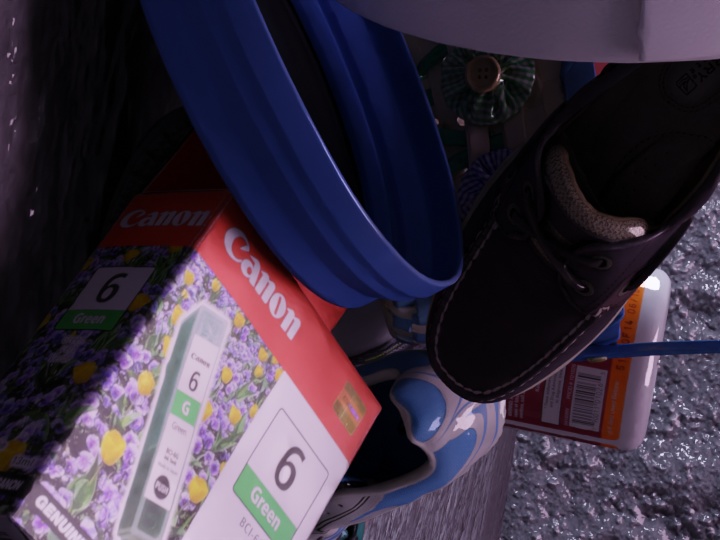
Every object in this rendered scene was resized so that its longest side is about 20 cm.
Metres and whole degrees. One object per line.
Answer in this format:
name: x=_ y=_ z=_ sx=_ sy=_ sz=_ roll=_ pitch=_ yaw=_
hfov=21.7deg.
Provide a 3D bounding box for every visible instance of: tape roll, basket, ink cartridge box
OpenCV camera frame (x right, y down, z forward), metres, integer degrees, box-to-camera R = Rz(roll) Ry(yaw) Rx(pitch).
tape roll: x=0.082 y=-0.135 z=0.631 sx=0.203 sy=0.201 sz=0.071 roll=-62 pitch=155 yaw=-61
basket: x=0.099 y=-0.042 z=0.793 sx=0.139 sy=0.198 sz=0.178 roll=92 pitch=-11 yaw=-77
ink cartridge box: x=-0.048 y=0.035 z=0.624 sx=0.109 sy=0.050 sz=0.201 roll=56 pitch=51 yaw=-33

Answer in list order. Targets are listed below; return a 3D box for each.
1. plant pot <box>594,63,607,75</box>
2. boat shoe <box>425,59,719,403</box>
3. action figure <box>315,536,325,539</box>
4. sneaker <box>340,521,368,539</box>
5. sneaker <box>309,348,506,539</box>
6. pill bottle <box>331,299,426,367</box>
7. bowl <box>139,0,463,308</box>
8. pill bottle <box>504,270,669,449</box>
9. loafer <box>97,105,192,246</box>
plant pot: x=0.097 y=-0.179 z=0.911 sx=0.201 sy=0.199 sz=0.178 roll=-69 pitch=146 yaw=-47
boat shoe: x=0.085 y=-0.028 z=0.676 sx=0.200 sy=0.072 sz=0.065 roll=-49 pitch=172 yaw=23
action figure: x=-0.050 y=0.143 z=0.853 sx=0.200 sy=0.117 sz=0.055 roll=65 pitch=34 yaw=-55
sneaker: x=-0.034 y=0.180 z=1.073 sx=0.080 sy=0.071 sz=0.202 roll=49 pitch=47 yaw=-72
sneaker: x=-0.019 y=0.089 z=0.867 sx=0.072 sy=0.200 sz=0.072 roll=-1 pitch=65 yaw=-44
pill bottle: x=0.000 y=0.000 z=0.952 sx=0.200 sy=0.105 sz=0.107 roll=39 pitch=61 yaw=-79
bowl: x=-0.024 y=-0.079 z=0.659 sx=0.201 sy=0.039 sz=0.201 roll=58 pitch=18 yaw=-30
pill bottle: x=0.081 y=0.037 z=1.137 sx=0.110 sy=0.198 sz=0.111 roll=10 pitch=90 yaw=-80
loafer: x=-0.068 y=0.034 z=0.725 sx=0.070 sy=0.075 sz=0.202 roll=-122 pitch=-139 yaw=-83
